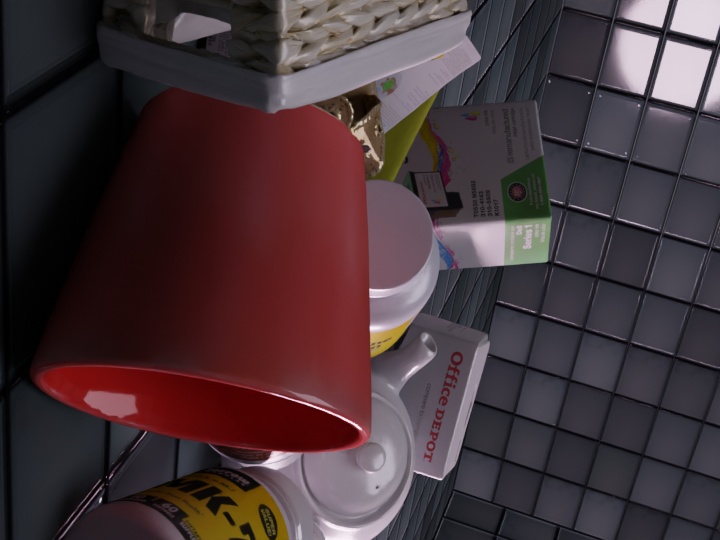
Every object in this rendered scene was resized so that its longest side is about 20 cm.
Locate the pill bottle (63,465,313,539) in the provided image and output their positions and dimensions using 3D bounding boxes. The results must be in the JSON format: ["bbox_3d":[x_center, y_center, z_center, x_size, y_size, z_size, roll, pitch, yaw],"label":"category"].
[{"bbox_3d":[-0.118,0.206,0.892,0.200,0.113,0.116,-5,112,-67],"label":"pill bottle"}]

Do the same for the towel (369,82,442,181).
[{"bbox_3d":[-0.011,-0.089,1.045,0.201,0.085,0.018,-63,-166,17],"label":"towel"}]

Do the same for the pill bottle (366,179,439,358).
[{"bbox_3d":[0.000,0.000,0.954,0.200,0.111,0.113,115,-5,-73],"label":"pill bottle"}]

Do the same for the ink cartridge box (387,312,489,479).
[{"bbox_3d":[0.016,0.109,1.254,0.084,0.198,0.146,-14,120,-77],"label":"ink cartridge box"}]

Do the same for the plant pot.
[{"bbox_3d":[-0.079,0.000,0.735,0.201,0.198,0.179,74,23,-69],"label":"plant pot"}]

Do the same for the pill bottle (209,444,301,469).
[{"bbox_3d":[-0.085,0.085,0.966,0.201,0.111,0.113,84,25,-62],"label":"pill bottle"}]

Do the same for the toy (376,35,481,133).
[{"bbox_3d":[-0.008,-0.143,0.978,0.199,0.047,0.115,-35,152,10],"label":"toy"}]

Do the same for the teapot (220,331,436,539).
[{"bbox_3d":[-0.025,0.170,1.112,0.146,0.195,0.203,-6,-87,61],"label":"teapot"}]

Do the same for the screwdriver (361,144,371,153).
[{"bbox_3d":[-0.045,-0.088,0.842,0.199,0.028,0.029,1,-84,60],"label":"screwdriver"}]

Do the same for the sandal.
[{"bbox_3d":[-0.003,-0.095,0.903,0.077,0.070,0.212,-35,162,-1],"label":"sandal"}]

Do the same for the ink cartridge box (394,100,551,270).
[{"bbox_3d":[0.082,-0.082,1.224,0.084,0.197,0.146,82,5,-58],"label":"ink cartridge box"}]

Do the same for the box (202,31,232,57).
[{"bbox_3d":[-0.045,-0.245,0.872,0.200,0.049,0.201,-48,153,-66],"label":"box"}]

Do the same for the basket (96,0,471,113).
[{"bbox_3d":[-0.036,-0.181,0.695,0.199,0.134,0.125,-29,130,-50],"label":"basket"}]
